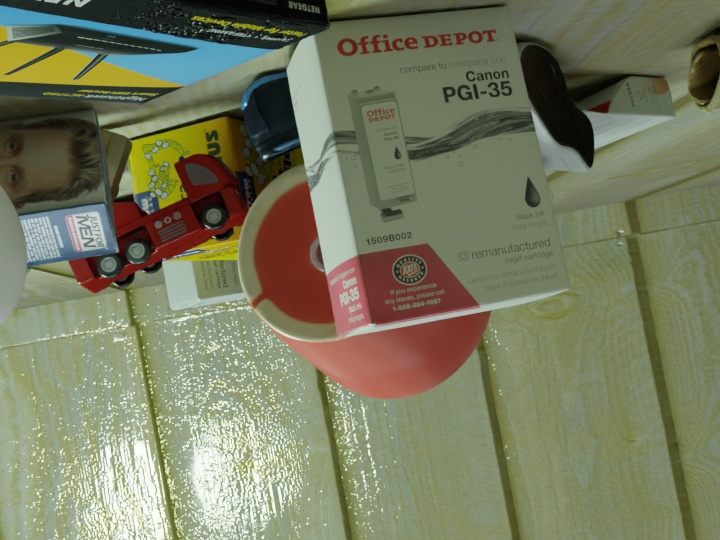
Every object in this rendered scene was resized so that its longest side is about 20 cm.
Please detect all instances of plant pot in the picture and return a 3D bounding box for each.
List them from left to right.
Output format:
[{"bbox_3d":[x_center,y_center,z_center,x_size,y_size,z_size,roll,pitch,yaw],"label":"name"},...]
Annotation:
[{"bbox_3d":[0.000,0.000,0.787,0.200,0.201,0.177,-11,166,17],"label":"plant pot"}]

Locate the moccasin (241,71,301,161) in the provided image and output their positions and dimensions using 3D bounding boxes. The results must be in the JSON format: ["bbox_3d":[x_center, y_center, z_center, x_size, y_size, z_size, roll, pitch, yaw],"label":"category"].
[{"bbox_3d":[0.009,-0.122,0.744,0.199,0.068,0.080,-10,177,-6],"label":"moccasin"}]

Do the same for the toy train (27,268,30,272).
[{"bbox_3d":[-0.371,-0.040,0.999,0.114,0.085,0.200,-23,174,4],"label":"toy train"}]

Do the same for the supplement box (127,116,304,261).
[{"bbox_3d":[-0.116,-0.071,0.908,0.109,0.109,0.200,-11,178,21],"label":"supplement box"}]

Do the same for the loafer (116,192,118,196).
[{"bbox_3d":[-0.299,-0.068,0.896,0.073,0.071,0.200,-58,170,15],"label":"loafer"}]

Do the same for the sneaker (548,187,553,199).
[{"bbox_3d":[0.118,-0.076,0.897,0.070,0.100,0.200,-40,174,1],"label":"sneaker"}]

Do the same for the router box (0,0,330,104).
[{"bbox_3d":[-0.134,-0.118,0.421,0.149,0.051,0.200,-10,178,39],"label":"router box"}]

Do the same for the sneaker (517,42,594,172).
[{"bbox_3d":[0.138,-0.128,0.819,0.084,0.073,0.200,0,163,27],"label":"sneaker"}]

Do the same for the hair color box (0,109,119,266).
[{"bbox_3d":[-0.282,-0.051,0.686,0.199,0.100,0.061,-10,144,-12],"label":"hair color box"}]

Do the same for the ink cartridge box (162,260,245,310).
[{"bbox_3d":[-0.125,-0.044,1.097,0.200,0.147,0.083,-10,177,-34],"label":"ink cartridge box"}]

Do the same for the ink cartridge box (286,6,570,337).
[{"bbox_3d":[0.042,-0.067,0.648,0.146,0.201,0.083,-10,174,-17],"label":"ink cartridge box"}]

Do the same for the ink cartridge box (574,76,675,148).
[{"bbox_3d":[0.205,-0.156,0.996,0.200,0.050,0.162,-3,168,-42],"label":"ink cartridge box"}]

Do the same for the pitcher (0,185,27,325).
[{"bbox_3d":[-0.296,-0.038,0.542,0.171,0.122,0.200,4,149,14],"label":"pitcher"}]

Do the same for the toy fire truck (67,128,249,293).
[{"bbox_3d":[-0.205,-0.061,0.776,0.200,0.141,0.049,-26,171,-5],"label":"toy fire truck"}]

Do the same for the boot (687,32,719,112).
[{"bbox_3d":[0.378,-0.182,0.878,0.155,0.073,0.200,-11,176,7],"label":"boot"}]
